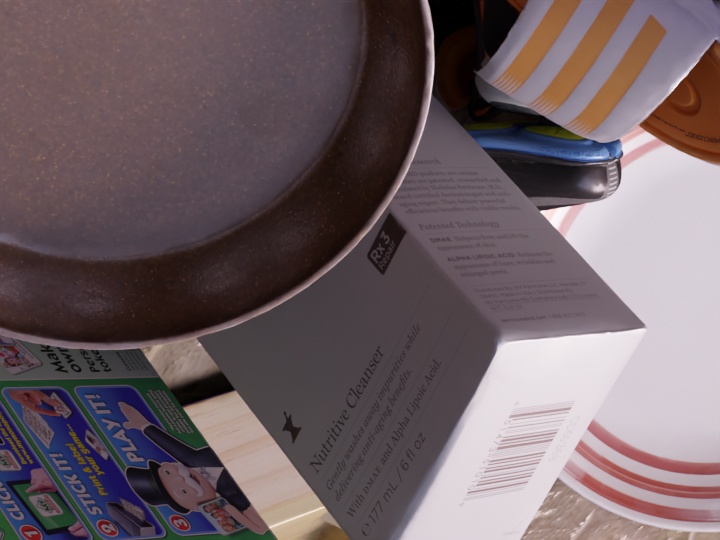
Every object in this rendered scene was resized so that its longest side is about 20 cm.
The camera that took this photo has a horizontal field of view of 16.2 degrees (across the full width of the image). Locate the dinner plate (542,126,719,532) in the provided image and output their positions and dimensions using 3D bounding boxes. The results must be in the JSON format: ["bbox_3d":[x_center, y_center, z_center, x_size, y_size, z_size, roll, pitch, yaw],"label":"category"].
[{"bbox_3d":[0.150,0.014,1.056,0.200,0.024,0.201,-2,106,-5],"label":"dinner plate"}]

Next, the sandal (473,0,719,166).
[{"bbox_3d":[0.054,-0.095,0.880,0.059,0.207,0.079,-46,173,-25],"label":"sandal"}]

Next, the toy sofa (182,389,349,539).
[{"bbox_3d":[-0.085,0.114,1.113,0.200,0.098,0.083,-19,166,-30],"label":"toy sofa"}]

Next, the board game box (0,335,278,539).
[{"bbox_3d":[-0.130,0.034,0.845,0.134,0.200,0.029,1,130,-45],"label":"board game box"}]

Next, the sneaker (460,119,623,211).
[{"bbox_3d":[0.034,-0.005,1.011,0.071,0.083,0.199,-5,162,-47],"label":"sneaker"}]

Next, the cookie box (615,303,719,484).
[{"bbox_3d":[0.170,0.000,1.159,0.200,0.075,0.171,-44,179,8],"label":"cookie box"}]

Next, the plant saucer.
[{"bbox_3d":[-0.078,-0.067,0.777,0.200,0.035,0.201,-3,124,-5],"label":"plant saucer"}]

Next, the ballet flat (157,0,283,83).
[{"bbox_3d":[-0.026,-0.101,0.889,0.200,0.057,0.067,-25,111,-69],"label":"ballet flat"}]

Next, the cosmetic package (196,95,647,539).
[{"bbox_3d":[0.000,0.000,0.937,0.081,0.200,0.113,-4,131,-44],"label":"cosmetic package"}]

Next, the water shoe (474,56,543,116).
[{"bbox_3d":[0.133,-0.102,0.974,0.200,0.071,0.079,-8,100,-23],"label":"water shoe"}]

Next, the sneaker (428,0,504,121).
[{"bbox_3d":[0.086,-0.090,1.044,0.112,0.078,0.200,-34,136,-3],"label":"sneaker"}]

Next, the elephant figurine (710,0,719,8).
[{"bbox_3d":[0.123,-0.201,0.869,0.155,0.142,0.200,-20,125,-19],"label":"elephant figurine"}]
